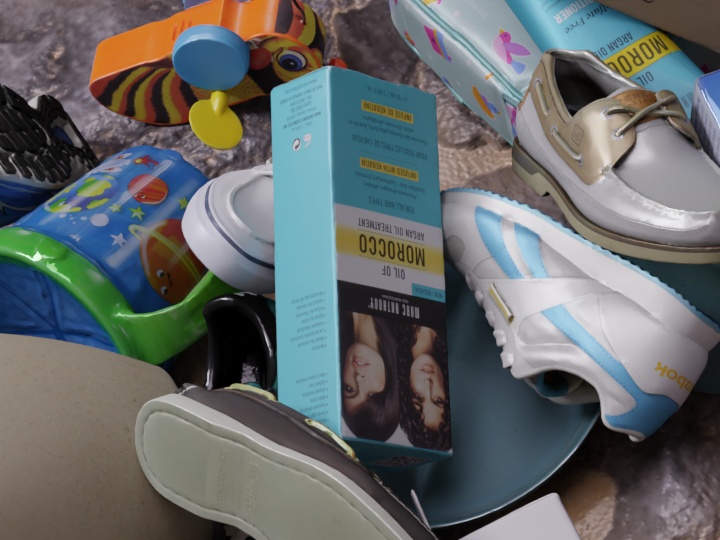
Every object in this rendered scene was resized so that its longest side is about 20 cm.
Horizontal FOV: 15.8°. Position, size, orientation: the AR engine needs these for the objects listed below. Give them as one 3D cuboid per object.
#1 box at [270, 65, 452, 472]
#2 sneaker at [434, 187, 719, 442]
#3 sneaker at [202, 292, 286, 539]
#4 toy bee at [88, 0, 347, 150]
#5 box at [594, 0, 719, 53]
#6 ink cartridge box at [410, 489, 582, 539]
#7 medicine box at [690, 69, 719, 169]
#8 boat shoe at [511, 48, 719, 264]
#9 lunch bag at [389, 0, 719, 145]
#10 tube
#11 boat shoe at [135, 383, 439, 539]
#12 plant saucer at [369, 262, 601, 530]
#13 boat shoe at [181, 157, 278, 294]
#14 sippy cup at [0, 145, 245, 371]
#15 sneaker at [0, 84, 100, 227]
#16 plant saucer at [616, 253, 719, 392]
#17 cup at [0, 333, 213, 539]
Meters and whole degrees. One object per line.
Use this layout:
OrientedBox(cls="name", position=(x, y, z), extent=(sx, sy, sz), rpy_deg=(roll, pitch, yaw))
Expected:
OrientedBox(cls="box", position=(0.000, 0.000, 1.360), extent=(0.049, 0.082, 0.201), rpy_deg=(-19, 68, 45))
OrientedBox(cls="sneaker", position=(0.095, 0.018, 1.359), extent=(0.200, 0.076, 0.081), rpy_deg=(30, 88, 44))
OrientedBox(cls="sneaker", position=(-0.056, 0.106, 1.358), extent=(0.071, 0.080, 0.201), rpy_deg=(-21, 60, 29))
OrientedBox(cls="toy bee", position=(-0.066, -0.128, 1.583), extent=(0.199, 0.109, 0.132), rpy_deg=(-5, 54, 48))
OrientedBox(cls="box", position=(0.162, -0.197, 1.425), extent=(0.199, 0.095, 0.078), rpy_deg=(20, 44, -11))
OrientedBox(cls="ink cartridge box", position=(0.099, 0.191, 1.236), extent=(0.068, 0.116, 0.201), rpy_deg=(-25, 49, -3))
OrientedBox(cls="medicine box", position=(0.288, -0.025, 1.321), extent=(0.181, 0.103, 0.201), rpy_deg=(-20, 61, -7))
OrientedBox(cls="boat shoe", position=(0.136, -0.060, 1.333), extent=(0.074, 0.069, 0.200), rpy_deg=(-8, 23, -26))
OrientedBox(cls="lunch bag", position=(0.115, -0.165, 1.547), extent=(0.160, 0.077, 0.200), rpy_deg=(-35, 55, -10))
OrientedBox(cls="tube", position=(0.125, -0.141, 1.456), extent=(0.077, 0.050, 0.200), rpy_deg=(-33, 66, -5))
OrientedBox(cls="boat shoe", position=(-0.021, 0.109, 1.255), extent=(0.201, 0.072, 0.060), rpy_deg=(30, 32, 33))
OrientedBox(cls="plant saucer", position=(0.047, 0.058, 1.415), extent=(0.199, 0.027, 0.201), rpy_deg=(-11, 53, 15))
OrientedBox(cls="boat shoe", position=(-0.032, -0.042, 1.429), extent=(0.074, 0.200, 0.067), rpy_deg=(47, 112, 7))
OrientedBox(cls="sippy cup", position=(-0.139, 0.001, 1.475), extent=(0.177, 0.140, 0.130), rpy_deg=(31, 53, 16))
OrientedBox(cls="sneaker", position=(-0.218, -0.056, 1.526), extent=(0.089, 0.200, 0.079), rpy_deg=(-37, 82, 8))
OrientedBox(cls="plant saucer", position=(0.213, -0.022, 1.431), extent=(0.199, 0.027, 0.201), rpy_deg=(-11, 50, 13))
OrientedBox(cls="cup", position=(-0.160, 0.116, 1.355), extent=(0.142, 0.201, 0.201), rpy_deg=(-14, 46, -16))
